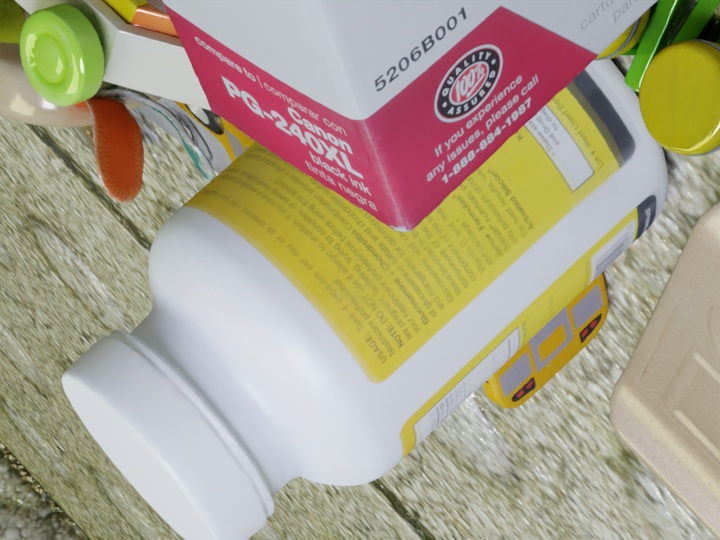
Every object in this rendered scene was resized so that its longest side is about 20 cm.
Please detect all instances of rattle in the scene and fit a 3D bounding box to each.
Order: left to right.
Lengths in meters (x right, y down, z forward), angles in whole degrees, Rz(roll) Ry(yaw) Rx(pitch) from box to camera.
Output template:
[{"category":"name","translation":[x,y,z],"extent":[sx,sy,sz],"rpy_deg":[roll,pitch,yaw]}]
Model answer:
[{"category":"rattle","translation":[-0.123,-0.124,1.105],"extent":[0.129,0.144,0.200],"rpy_deg":[17,-172,-24]}]

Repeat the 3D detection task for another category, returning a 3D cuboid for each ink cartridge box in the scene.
[{"category":"ink cartridge box","translation":[0.009,-0.132,0.612],"extent":[0.083,0.145,0.200],"rpy_deg":[36,160,36]}]

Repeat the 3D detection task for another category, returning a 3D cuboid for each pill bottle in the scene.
[{"category":"pill bottle","translation":[0.000,0.000,0.861],"extent":[0.112,0.200,0.112],"rpy_deg":[44,164,16]}]

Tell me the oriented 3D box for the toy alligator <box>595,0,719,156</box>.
[{"category":"toy alligator","translation":[0.081,-0.087,0.716],"extent":[0.200,0.059,0.054],"rpy_deg":[49,123,30]}]

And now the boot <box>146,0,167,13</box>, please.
[{"category":"boot","translation":[-0.074,-0.137,0.726],"extent":[0.185,0.065,0.200],"rpy_deg":[6,148,11]}]

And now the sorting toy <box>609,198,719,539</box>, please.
[{"category":"sorting toy","translation":[0.172,0.071,0.879],"extent":[0.185,0.036,0.200],"rpy_deg":[46,160,12]}]

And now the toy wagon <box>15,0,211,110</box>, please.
[{"category":"toy wagon","translation":[-0.087,-0.129,0.908],"extent":[0.200,0.155,0.040],"rpy_deg":[43,132,23]}]

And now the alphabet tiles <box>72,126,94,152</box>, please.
[{"category":"alphabet tiles","translation":[-0.186,-0.140,1.397],"extent":[0.201,0.006,0.166],"rpy_deg":[59,167,-23]}]

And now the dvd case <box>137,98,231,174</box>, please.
[{"category":"dvd case","translation":[-0.116,-0.119,1.263],"extent":[0.200,0.016,0.149],"rpy_deg":[36,160,41]}]

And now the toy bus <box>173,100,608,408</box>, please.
[{"category":"toy bus","translation":[0.006,-0.036,1.023],"extent":[0.200,0.065,0.078],"rpy_deg":[40,164,31]}]
